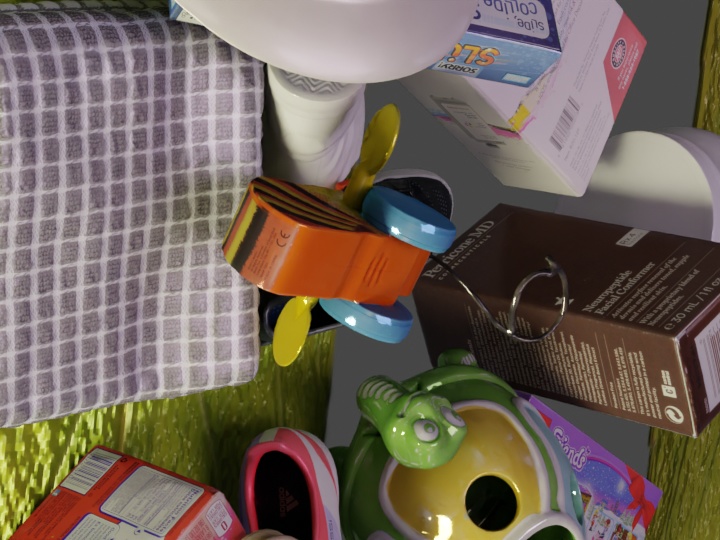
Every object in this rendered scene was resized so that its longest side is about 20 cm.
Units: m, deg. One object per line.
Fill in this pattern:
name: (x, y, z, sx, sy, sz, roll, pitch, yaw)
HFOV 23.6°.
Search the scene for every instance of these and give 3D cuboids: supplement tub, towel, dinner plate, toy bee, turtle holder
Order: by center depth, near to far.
dinner plate: (-0.025, -0.178, 0.806, 0.199, 0.024, 0.201, 14, 56, -22)
towel: (-0.125, -0.026, 0.814, 0.165, 0.085, 0.201, -12, 109, -45)
toy bee: (-0.004, -0.008, 0.851, 0.131, 0.109, 0.200, -51, 138, -3)
turtle holder: (0.064, 0.122, 0.993, 0.140, 0.132, 0.186, -20, 129, -27)
supplement tub: (0.236, -0.018, 1.171, 0.200, 0.145, 0.146, 10, 93, -48)

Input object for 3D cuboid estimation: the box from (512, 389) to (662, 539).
box: (0.126, 0.178, 1.178, 0.200, 0.039, 0.137, 37, 73, -46)

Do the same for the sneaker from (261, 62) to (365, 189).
sneaker: (-0.021, -0.132, 0.923, 0.116, 0.073, 0.201, 105, -1, -55)

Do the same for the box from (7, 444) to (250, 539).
box: (-0.142, 0.195, 0.840, 0.200, 0.099, 0.096, -49, 131, -29)

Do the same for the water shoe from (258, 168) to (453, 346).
water shoe: (0.000, 0.000, 0.963, 0.200, 0.079, 0.072, -28, 120, -41)

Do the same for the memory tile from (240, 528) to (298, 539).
memory tile: (-0.050, 0.241, 0.861, 0.153, 0.017, 0.201, 36, 75, -43)

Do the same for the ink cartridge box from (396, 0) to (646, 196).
ink cartridge box: (0.085, -0.143, 1.030, 0.200, 0.067, 0.117, 40, 70, -47)

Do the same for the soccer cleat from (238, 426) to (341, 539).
soccer cleat: (-0.033, 0.185, 0.933, 0.073, 0.068, 0.201, 40, 40, -77)

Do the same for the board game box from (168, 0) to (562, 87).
board game box: (-0.001, -0.171, 0.852, 0.199, 0.034, 0.136, 8, 60, -27)

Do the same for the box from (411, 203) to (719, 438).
box: (0.138, 0.024, 1.032, 0.100, 0.199, 0.075, -39, 124, -35)
